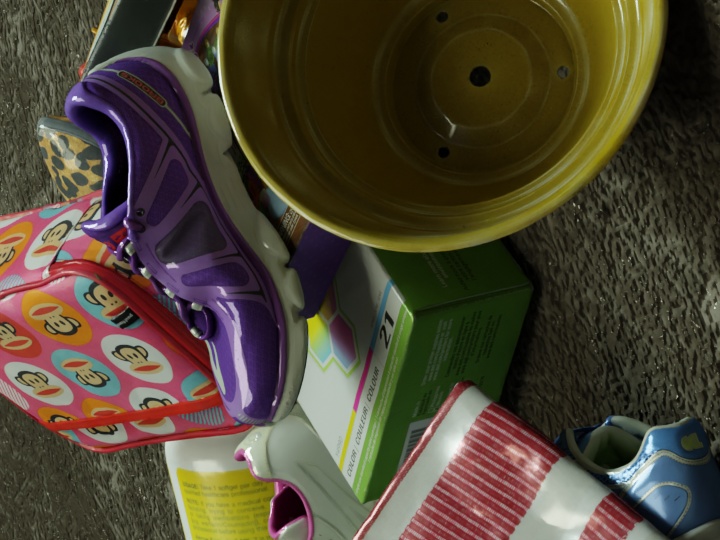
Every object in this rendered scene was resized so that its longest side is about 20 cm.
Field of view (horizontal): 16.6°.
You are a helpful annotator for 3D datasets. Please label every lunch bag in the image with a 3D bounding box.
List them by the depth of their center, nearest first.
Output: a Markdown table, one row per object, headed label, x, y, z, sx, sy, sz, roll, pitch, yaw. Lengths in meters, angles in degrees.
| label | x | y | z | sx | sy | sz | roll | pitch | yaw |
| --- | --- | --- | --- | --- | --- | --- | --- | --- | --- |
| lunch bag | -0.137 | 0.040 | 1.423 | 0.176 | 0.082 | 0.200 | 42 | 147 | -27 |

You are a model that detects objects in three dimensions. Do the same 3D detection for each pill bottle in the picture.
| label | x | y | z | sx | sy | sz | roll | pitch | yaw |
| --- | --- | --- | --- | --- | --- | --- | --- | --- | --- |
| pill bottle | -0.059 | 0.141 | 1.552 | 0.114 | 0.114 | 0.201 | 23 | 128 | 62 |

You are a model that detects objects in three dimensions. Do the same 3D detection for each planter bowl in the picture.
| label | x | y | z | sx | sy | sz | roll | pitch | yaw |
| --- | --- | --- | --- | --- | --- | --- | --- | --- | --- |
| planter bowl | 0.044 | -0.096 | 1.084 | 0.201 | 0.200 | 0.083 | 63 | -171 | 20 |

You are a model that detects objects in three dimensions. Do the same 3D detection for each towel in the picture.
| label | x | y | z | sx | sy | sz | roll | pitch | yaw |
| --- | --- | --- | --- | --- | --- | --- | --- | --- | --- |
| towel | 0.072 | 0.158 | 1.108 | 0.200 | 0.144 | 0.023 | 39 | -172 | 37 |

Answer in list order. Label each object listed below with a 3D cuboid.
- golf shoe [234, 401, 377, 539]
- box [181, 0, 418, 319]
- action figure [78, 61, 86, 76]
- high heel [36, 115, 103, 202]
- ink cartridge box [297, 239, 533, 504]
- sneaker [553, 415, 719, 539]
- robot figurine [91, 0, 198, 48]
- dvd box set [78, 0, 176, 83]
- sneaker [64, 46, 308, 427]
| label | x | y | z | sx | sy | sz | roll | pitch | yaw |
| --- | --- | --- | --- | --- | --- | --- | --- | --- | --- |
| golf shoe | -0.005 | 0.148 | 1.422 | 0.075 | 0.091 | 0.200 | 27 | 148 | 60 |
| box | -0.042 | -0.079 | 1.240 | 0.137 | 0.039 | 0.200 | 61 | 149 | 24 |
| action figure | -0.112 | -0.113 | 1.561 | 0.200 | 0.052 | 0.066 | 14 | 126 | 59 |
| high heel | -0.185 | -0.042 | 1.679 | 0.142 | 0.072 | 0.200 | 36 | 151 | -15 |
| ink cartridge box | 0.000 | 0.000 | 1.325 | 0.200 | 0.076 | 0.148 | 56 | 147 | 36 |
| sneaker | 0.115 | 0.108 | 1.178 | 0.200 | 0.076 | 0.077 | -8 | 94 | 58 |
| robot figurine | -0.126 | -0.164 | 1.450 | 0.058 | 0.145 | 0.200 | -63 | 29 | 15 |
| dvd box set | -0.096 | -0.198 | 1.298 | 0.146 | 0.029 | 0.201 | 127 | 161 | -56 |
| sneaker | -0.093 | -0.010 | 1.232 | 0.081 | 0.083 | 0.201 | -31 | 83 | 60 |
